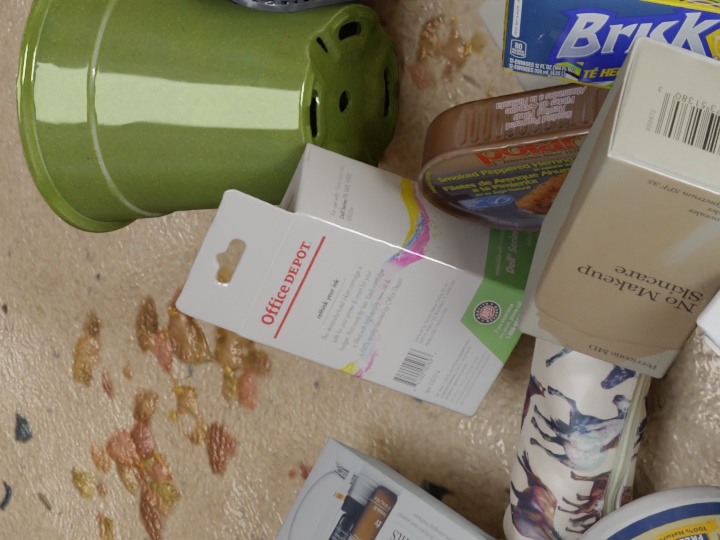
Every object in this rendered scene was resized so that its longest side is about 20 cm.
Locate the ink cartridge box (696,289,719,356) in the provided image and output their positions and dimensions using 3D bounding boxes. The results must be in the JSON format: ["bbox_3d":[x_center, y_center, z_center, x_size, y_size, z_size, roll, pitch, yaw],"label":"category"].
[{"bbox_3d":[0.290,0.001,1.347,0.145,0.084,0.200,46,110,26],"label":"ink cartridge box"}]

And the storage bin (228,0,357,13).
[{"bbox_3d":[-0.076,-0.239,1.663,0.199,0.135,0.094,26,118,36],"label":"storage bin"}]

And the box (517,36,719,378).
[{"bbox_3d":[0.154,-0.029,1.421,0.094,0.078,0.200,18,151,-1],"label":"box"}]

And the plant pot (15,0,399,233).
[{"bbox_3d":[-0.083,-0.115,1.690,0.189,0.200,0.202,7,106,30],"label":"plant pot"}]

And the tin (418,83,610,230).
[{"bbox_3d":[0.126,-0.066,1.513,0.199,0.112,0.042,-7,68,33],"label":"tin"}]

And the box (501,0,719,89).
[{"bbox_3d":[0.178,-0.133,1.420,0.198,0.070,0.065,10,131,9],"label":"box"}]

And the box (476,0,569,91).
[{"bbox_3d":[0.159,-0.177,1.503,0.200,0.068,0.083,-43,71,42],"label":"box"}]

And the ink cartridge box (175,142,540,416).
[{"bbox_3d":[0.000,0.000,1.616,0.199,0.068,0.117,20,133,-9],"label":"ink cartridge box"}]

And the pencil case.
[{"bbox_3d":[0.138,0.082,1.586,0.089,0.077,0.201,41,128,52],"label":"pencil case"}]

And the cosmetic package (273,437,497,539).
[{"bbox_3d":[0.007,0.208,1.679,0.200,0.051,0.152,28,91,57],"label":"cosmetic package"}]

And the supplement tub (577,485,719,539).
[{"bbox_3d":[0.198,0.235,1.476,0.145,0.143,0.201,-60,33,35],"label":"supplement tub"}]
